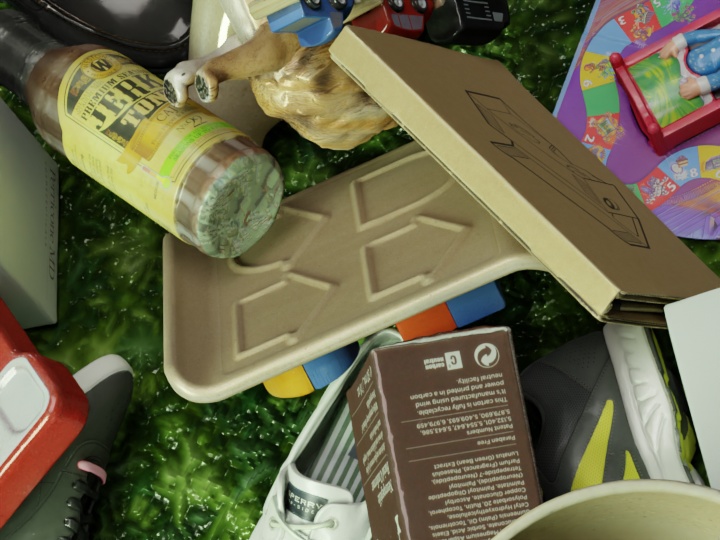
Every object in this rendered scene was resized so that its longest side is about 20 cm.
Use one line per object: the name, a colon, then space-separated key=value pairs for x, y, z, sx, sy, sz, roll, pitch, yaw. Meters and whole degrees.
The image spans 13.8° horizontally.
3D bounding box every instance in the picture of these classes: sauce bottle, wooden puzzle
sauce bottle: x=-0.127 y=-0.077 z=1.553 sx=0.200 sy=0.065 sz=0.065 roll=32 pitch=79 yaw=32
wooden puzzle: x=0.000 y=0.000 z=1.509 sx=0.199 sy=0.046 sz=0.185 roll=-19 pitch=25 yaw=5

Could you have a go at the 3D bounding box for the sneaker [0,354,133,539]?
sneaker: x=-0.150 y=0.145 z=1.520 sx=0.099 sy=0.071 sz=0.200 roll=30 pitch=83 yaw=23

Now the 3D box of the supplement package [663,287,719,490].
supplement package: x=0.246 y=0.101 z=1.388 sx=0.155 sy=0.111 sz=0.201 roll=-17 pitch=62 yaw=9

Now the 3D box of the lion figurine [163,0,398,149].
lion figurine: x=-0.055 y=-0.150 z=1.511 sx=0.122 sy=0.072 sz=0.201 roll=-22 pitch=94 yaw=-28

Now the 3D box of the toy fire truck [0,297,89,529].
toy fire truck: x=-0.235 y=0.093 z=1.498 sx=0.200 sy=0.112 sz=0.168 roll=-50 pitch=47 yaw=9

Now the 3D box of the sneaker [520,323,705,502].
sneaker: x=0.128 y=0.118 z=1.448 sx=0.084 sy=0.075 sz=0.201 roll=-20 pitch=53 yaw=14

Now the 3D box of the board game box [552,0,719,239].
board game box: x=0.184 y=-0.116 z=1.544 sx=0.157 sy=0.039 sz=0.201 roll=15 pitch=71 yaw=23

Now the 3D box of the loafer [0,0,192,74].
loafer: x=-0.167 y=-0.169 z=1.661 sx=0.199 sy=0.072 sz=0.073 roll=25 pitch=75 yaw=25

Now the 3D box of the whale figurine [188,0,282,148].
whale figurine: x=-0.043 y=-0.137 z=1.604 sx=0.159 sy=0.104 sz=0.200 roll=30 pitch=100 yaw=-4

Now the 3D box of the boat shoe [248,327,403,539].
boat shoe: x=-0.022 y=0.119 z=1.489 sx=0.073 sy=0.067 sz=0.201 roll=14 pitch=72 yaw=23

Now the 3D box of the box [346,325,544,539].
box: x=0.048 y=0.137 z=1.408 sx=0.075 sy=0.100 sz=0.201 roll=-10 pitch=76 yaw=-10

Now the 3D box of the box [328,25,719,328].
box: x=0.091 y=-0.043 z=1.469 sx=0.200 sy=0.163 sz=0.021 roll=45 pitch=109 yaw=24

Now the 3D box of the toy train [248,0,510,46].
toy train: x=0.012 y=-0.133 z=1.499 sx=0.034 sy=0.200 sz=0.046 roll=-21 pitch=79 yaw=37

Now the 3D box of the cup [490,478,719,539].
cup: x=0.109 y=0.195 z=1.274 sx=0.199 sy=0.143 sz=0.201 roll=1 pitch=81 yaw=-8

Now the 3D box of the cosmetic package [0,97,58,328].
cosmetic package: x=-0.225 y=-0.050 z=1.553 sx=0.071 sy=0.200 sz=0.102 roll=-9 pitch=64 yaw=14
